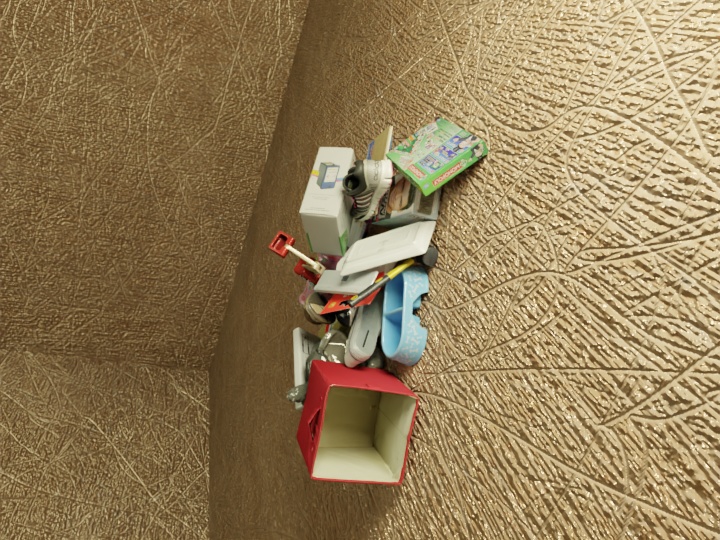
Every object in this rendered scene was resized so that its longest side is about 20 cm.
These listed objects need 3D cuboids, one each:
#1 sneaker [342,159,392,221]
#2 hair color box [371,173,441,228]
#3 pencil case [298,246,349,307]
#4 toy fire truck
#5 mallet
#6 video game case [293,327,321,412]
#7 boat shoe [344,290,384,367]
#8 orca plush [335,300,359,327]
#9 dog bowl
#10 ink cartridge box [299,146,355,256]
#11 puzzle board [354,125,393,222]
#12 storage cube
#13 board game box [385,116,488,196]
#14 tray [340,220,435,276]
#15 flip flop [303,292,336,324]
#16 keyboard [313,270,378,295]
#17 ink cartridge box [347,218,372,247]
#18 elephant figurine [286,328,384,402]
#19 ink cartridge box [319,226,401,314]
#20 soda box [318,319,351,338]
[{"bbox_3d":[0.000,-0.171,1.080,0.200,0.087,0.074,128,149,-64],"label":"sneaker"},{"bbox_3d":[0.096,-0.151,1.095,0.200,0.060,0.100,177,104,-67],"label":"hair color box"},{"bbox_3d":[-0.096,0.017,1.355,0.088,0.087,0.201,-105,32,-48],"label":"pencil case"},{"bbox_3d":[-0.113,-0.007,1.217,0.049,0.199,0.141,-57,-8,-12],"label":"toy fire truck"},{"bbox_3d":[0.064,0.011,0.974,0.066,0.200,0.041,20,143,54],"label":"mallet"},{"bbox_3d":[-0.084,0.251,1.201,0.024,0.182,0.201,-32,45,26],"label":"video game case"},{"bbox_3d":[0.008,0.119,1.083,0.067,0.073,0.200,-47,6,38],"label":"boat shoe"},{"bbox_3d":[-0.020,0.043,1.150,0.106,0.071,0.201,94,-163,-54],"label":"orca plush"},{"bbox_3d":[0.085,0.086,1.026,0.111,0.049,0.202,151,126,-62],"label":"dog bowl"},{"bbox_3d":[-0.063,-0.157,1.165,0.146,0.087,0.201,80,-160,-56],"label":"ink cartridge box"},{"bbox_3d":[0.031,-0.217,1.197,0.151,0.017,0.202,173,109,-73],"label":"puzzle board"},{"bbox_3d":[-0.015,0.283,0.991,0.180,0.198,0.172,-162,83,-74],"label":"storage cube"},{"bbox_3d":[0.136,-0.221,0.971,0.134,0.029,0.200,-35,32,4],"label":"board game box"},{"bbox_3d":[0.050,-0.049,1.029,0.199,0.022,0.108,-16,33,32],"label":"tray"},{"bbox_3d":[-0.099,0.093,1.184,0.057,0.081,0.200,-35,1,1],"label":"flip flop"},{"bbox_3d":[-0.035,0.024,1.084,0.199,0.011,0.056,1,54,54],"label":"keyboard"},{"bbox_3d":[-0.027,-0.068,1.385,0.200,0.043,0.198,-125,49,-57],"label":"ink cartridge box"},{"bbox_3d":[-0.057,0.194,1.123,0.155,0.199,0.142,-117,43,-57],"label":"elephant figurine"},{"bbox_3d":[0.000,0.000,1.094,0.160,0.050,0.200,-17,26,45],"label":"ink cartridge box"},{"bbox_3d":[-0.039,0.138,1.281,0.200,0.067,0.064,126,148,-46],"label":"soda box"}]
